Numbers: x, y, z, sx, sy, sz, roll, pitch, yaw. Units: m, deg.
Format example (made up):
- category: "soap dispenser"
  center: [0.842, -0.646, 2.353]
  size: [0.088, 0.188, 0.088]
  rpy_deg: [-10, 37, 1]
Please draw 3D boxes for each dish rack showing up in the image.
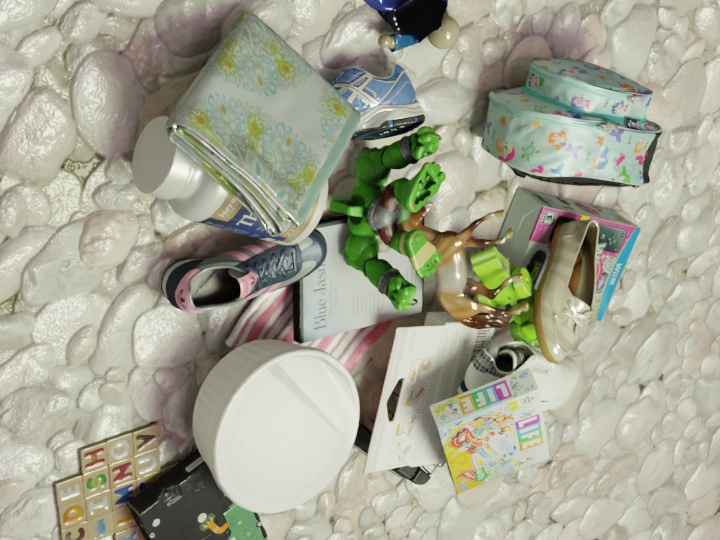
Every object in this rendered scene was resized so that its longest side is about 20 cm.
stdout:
- category: "dish rack"
  center: [0.090, 0.185, 1.840]
  size: [0.201, 0.054, 0.153]
  rpy_deg: [-54, 134, -3]

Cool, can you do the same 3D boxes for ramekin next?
- category: "ramekin"
  center: [-0.106, 0.174, 1.610]
  size: [0.200, 0.094, 0.205]
  rpy_deg: [-13, 114, -32]

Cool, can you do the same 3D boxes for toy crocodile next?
- category: "toy crocodile"
  center: [0.206, 0.039, 1.765]
  size: [0.067, 0.062, 0.200]
  rpy_deg: [-26, 125, 28]

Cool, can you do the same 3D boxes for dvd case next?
- category: "dvd case"
  center: [0.000, 0.000, 1.668]
  size: [0.198, 0.017, 0.145]
  rpy_deg: [-13, 111, -37]

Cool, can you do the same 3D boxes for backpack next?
- category: "backpack"
  center: [0.254, -0.179, 1.685]
  size: [0.197, 0.177, 0.153]
  rpy_deg: [-5, 114, -24]

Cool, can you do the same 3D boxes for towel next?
- category: "towel"
  center: [-0.059, 0.074, 1.681]
  size: [0.200, 0.030, 0.147]
  rpy_deg: [37, 88, -43]
- category: "towel"
  center: [-0.097, -0.154, 1.417]
  size: [0.171, 0.048, 0.201]
  rpy_deg: [44, 48, -19]

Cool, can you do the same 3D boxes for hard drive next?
- category: "hard drive"
  center: [-0.196, 0.318, 1.695]
  size: [0.139, 0.038, 0.202]
  rpy_deg: [-37, 131, -22]

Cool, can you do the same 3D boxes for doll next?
- category: "doll"
  center: [0.054, -0.316, 1.543]
  size: [0.137, 0.048, 0.200]
  rpy_deg: [-52, 133, -1]

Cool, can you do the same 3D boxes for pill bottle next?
- category: "pill bottle"
  center: [-0.140, -0.100, 1.468]
  size: [0.198, 0.111, 0.112]
  rpy_deg: [14, 105, -41]

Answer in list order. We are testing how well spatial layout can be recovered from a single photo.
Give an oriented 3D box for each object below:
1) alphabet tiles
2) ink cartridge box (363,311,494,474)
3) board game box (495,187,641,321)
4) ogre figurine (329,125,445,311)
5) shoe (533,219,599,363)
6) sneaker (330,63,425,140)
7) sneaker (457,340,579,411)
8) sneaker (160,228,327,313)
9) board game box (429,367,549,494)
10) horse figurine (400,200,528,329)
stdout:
- category: "alphabet tiles"
  center: [-0.282, 0.282, 1.638]
  size: [0.166, 0.008, 0.202]
  rpy_deg: [-17, 123, -30]
- category: "ink cartridge box"
  center: [0.078, 0.153, 1.748]
  size: [0.175, 0.045, 0.203]
  rpy_deg: [0, 110, -40]
- category: "board game box"
  center: [0.273, -0.018, 1.862]
  size: [0.198, 0.064, 0.149]
  rpy_deg: [8, 110, -40]
- category: "ogre figurine"
  center: [0.033, -0.068, 1.586]
  size: [0.097, 0.119, 0.203]
  rpy_deg: [-23, 117, -38]
- category: "shoe"
  center: [0.264, 0.021, 1.733]
  size: [0.070, 0.053, 0.202]
  rpy_deg: [35, 56, -36]
- category: "sneaker"
  center: [-0.026, -0.184, 1.550]
  size: [0.198, 0.076, 0.078]
  rpy_deg: [-10, 83, -24]
- category: "sneaker"
  center: [0.217, 0.130, 1.766]
  size: [0.198, 0.076, 0.081]
  rpy_deg: [-7, 125, -40]
- category: "sneaker"
  center: [-0.120, 0.006, 1.538]
  size: [0.198, 0.082, 0.071]
  rpy_deg: [-20, 111, -16]
- category: "board game box"
  center: [0.166, 0.206, 1.731]
  size: [0.133, 0.035, 0.201]
  rpy_deg: [-21, 146, -1]
- category: "horse figurine"
  center: [0.131, 0.001, 1.682]
  size: [0.131, 0.050, 0.202]
  rpy_deg: [-12, 117, 13]
